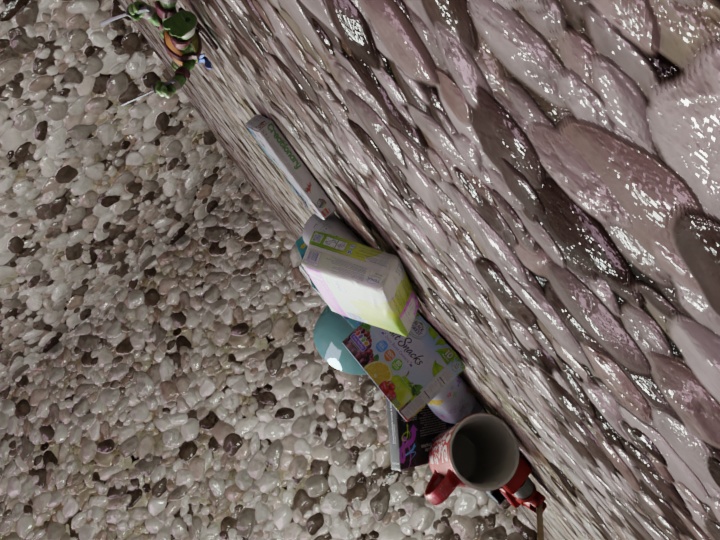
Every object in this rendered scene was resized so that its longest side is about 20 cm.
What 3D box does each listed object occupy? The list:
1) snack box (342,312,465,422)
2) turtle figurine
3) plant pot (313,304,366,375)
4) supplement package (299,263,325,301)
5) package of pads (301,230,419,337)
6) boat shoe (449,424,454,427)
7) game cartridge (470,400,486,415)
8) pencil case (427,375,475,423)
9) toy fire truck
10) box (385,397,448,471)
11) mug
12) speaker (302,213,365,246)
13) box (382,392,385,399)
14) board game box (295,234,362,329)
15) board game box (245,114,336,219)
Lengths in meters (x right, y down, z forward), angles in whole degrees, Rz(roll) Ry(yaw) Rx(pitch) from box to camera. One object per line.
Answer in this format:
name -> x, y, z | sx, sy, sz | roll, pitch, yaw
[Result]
snack box -> 0.074, 0.149, 1.604 | 0.200, 0.142, 0.053 | 46, 176, 43
turtle figurine -> -0.320, -0.351, 1.397 | 0.195, 0.147, 0.194 | 9, 160, -11
plant pot -> -0.003, 0.124, 2.131 | 0.201, 0.198, 0.136 | 48, 141, 26
supplement package -> -0.073, 0.000, 2.148 | 0.114, 0.109, 0.200 | 50, 176, 0
package of pads -> 0.007, 0.026, 1.421 | 0.152, 0.069, 0.201 | 17, 161, 23
boat shoe -> 0.177, 0.318, 1.971 | 0.072, 0.069, 0.201 | 54, 174, 14
game cartridge -> 0.221, 0.282, 1.911 | 0.133, 0.040, 0.200 | 46, 175, 18
pencil case -> 0.148, 0.203, 1.692 | 0.082, 0.092, 0.201 | 14, 152, 40
toy fire truck -> 0.317, 0.446, 1.812 | 0.199, 0.129, 0.177 | 29, 161, 46
box -> 0.113, 0.282, 1.791 | 0.036, 0.141, 0.205 | -8, 85, 49
mug -> 0.182, 0.350, 1.689 | 0.200, 0.174, 0.136 | 128, 127, -73
speaker -> -0.031, -0.031, 1.628 | 0.200, 0.081, 0.082 | 45, 174, 49
box -> 0.115, 0.252, 1.954 | 0.200, 0.116, 0.042 | 44, -140, -78
board game box -> -0.052, 0.019, 1.826 | 0.151, 0.047, 0.201 | 46, -172, -29
board game box -> -0.127, -0.188, 1.631 | 0.201, 0.034, 0.126 | 53, 175, -22
